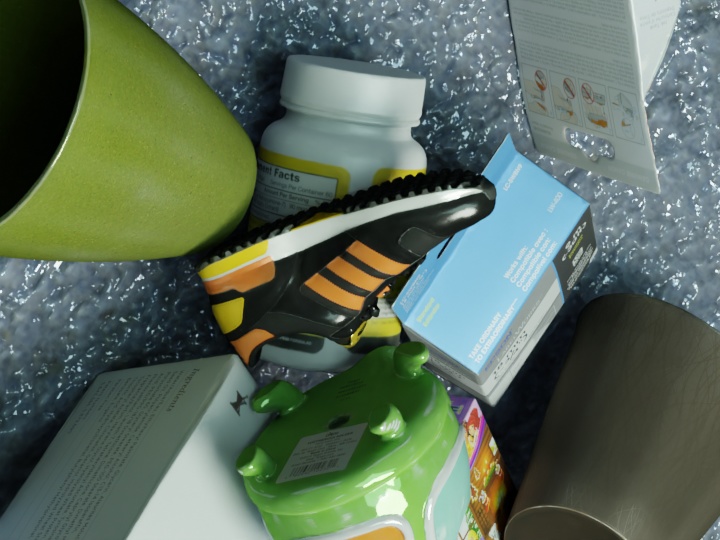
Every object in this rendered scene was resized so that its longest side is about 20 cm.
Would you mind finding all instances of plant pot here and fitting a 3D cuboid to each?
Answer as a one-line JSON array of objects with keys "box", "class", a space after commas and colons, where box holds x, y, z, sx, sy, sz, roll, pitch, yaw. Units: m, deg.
[{"box": [-0.165, -0.079, 1.345, 0.200, 0.187, 0.187, 23, 91, -48], "class": "plant pot"}]

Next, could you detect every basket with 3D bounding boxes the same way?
[{"box": [0.193, 0.142, 1.566, 0.180, 0.136, 0.200, 41, 49, -4], "class": "basket"}]

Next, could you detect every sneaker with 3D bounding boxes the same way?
[{"box": [0.000, 0.000, 1.378, 0.200, 0.070, 0.090, -17, 101, 12], "class": "sneaker"}]

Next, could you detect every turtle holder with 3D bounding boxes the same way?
[{"box": [0.002, 0.127, 1.379, 0.141, 0.186, 0.132, -26, 111, 0], "class": "turtle holder"}]

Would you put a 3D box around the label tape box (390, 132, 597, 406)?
[{"box": [0.097, 0.006, 1.502, 0.144, 0.063, 0.200, -56, 166, -6], "class": "label tape box"}]

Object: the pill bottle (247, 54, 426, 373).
[{"box": [-0.017, -0.039, 1.463, 0.114, 0.114, 0.200, 4, 101, -31], "class": "pill bottle"}]

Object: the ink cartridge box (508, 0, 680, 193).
[{"box": [0.164, -0.167, 1.507, 0.047, 0.160, 0.200, -21, 113, -23], "class": "ink cartridge box"}]

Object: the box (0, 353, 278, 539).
[{"box": [-0.118, 0.196, 1.410, 0.199, 0.131, 0.200, 58, 42, -27], "class": "box"}]

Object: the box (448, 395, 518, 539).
[{"box": [0.046, 0.204, 1.485, 0.200, 0.039, 0.137, -61, 142, -33], "class": "box"}]
